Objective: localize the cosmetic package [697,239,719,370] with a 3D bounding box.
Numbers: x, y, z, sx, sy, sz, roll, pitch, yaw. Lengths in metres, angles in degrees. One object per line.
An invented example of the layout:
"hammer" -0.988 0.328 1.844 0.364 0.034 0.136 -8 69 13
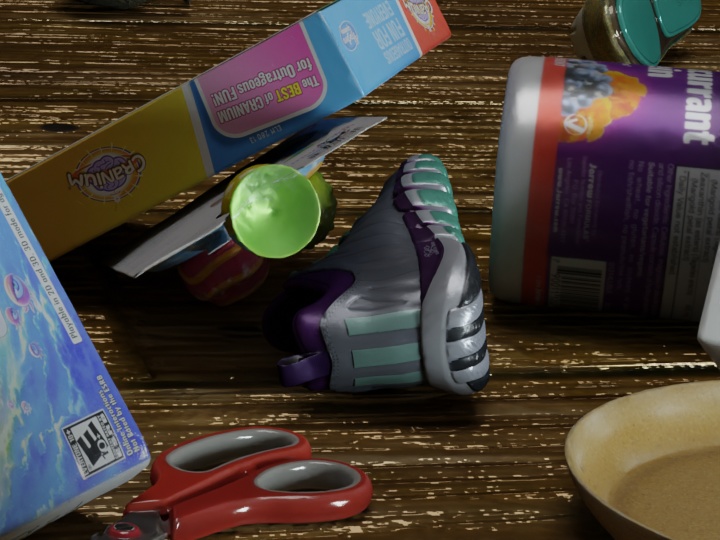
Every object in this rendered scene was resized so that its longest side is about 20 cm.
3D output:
"cosmetic package" 0.243 0.007 0.944 0.199 0.102 0.071 12 -11 21

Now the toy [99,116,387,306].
"toy" -0.046 -0.018 1.016 0.115 0.047 0.200 -33 4 -8

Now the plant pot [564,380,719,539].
"plant pot" 0.169 0.082 0.836 0.199 0.028 0.200 3 16 -1

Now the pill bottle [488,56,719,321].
"pill bottle" 0.160 -0.032 1.074 0.199 0.112 0.111 5 16 5

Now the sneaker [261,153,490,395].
"sneaker" 0.000 0.000 1.004 0.087 0.075 0.200 -7 14 -2

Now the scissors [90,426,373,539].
"scissors" -0.076 0.085 0.798 0.073 0.014 0.199 20 24 38

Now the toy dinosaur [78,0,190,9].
"toy dinosaur" -0.177 -0.214 1.719 0.102 0.077 0.200 -8 21 1

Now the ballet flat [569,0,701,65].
"ballet flat" 0.178 -0.166 1.638 0.070 0.071 0.200 10 18 19

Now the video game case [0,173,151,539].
"video game case" -0.171 0.005 0.740 0.045 0.201 0.181 -30 -3 32

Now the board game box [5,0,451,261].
"board game box" -0.069 -0.066 1.078 0.199 0.040 0.153 -26 6 22
